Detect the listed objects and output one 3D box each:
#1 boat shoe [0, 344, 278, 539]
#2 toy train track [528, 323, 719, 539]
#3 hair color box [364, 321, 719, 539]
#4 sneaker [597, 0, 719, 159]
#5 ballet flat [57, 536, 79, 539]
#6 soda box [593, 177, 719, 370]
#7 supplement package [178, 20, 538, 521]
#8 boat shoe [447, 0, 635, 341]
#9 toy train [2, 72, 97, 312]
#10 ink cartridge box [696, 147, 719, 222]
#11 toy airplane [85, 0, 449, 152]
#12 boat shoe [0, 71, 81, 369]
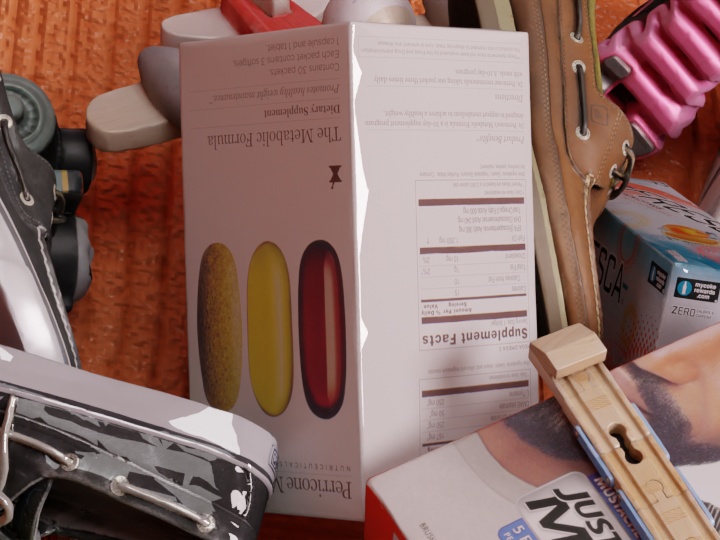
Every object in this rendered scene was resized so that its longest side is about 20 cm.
[{"bbox_3d":[-0.136,0.079,0.959,0.199,0.074,0.068,16,58,-2],"label":"boat shoe"},{"bbox_3d":[0.121,0.092,0.890,0.114,0.033,0.200,-20,54,-17],"label":"toy train track"},{"bbox_3d":[0.113,0.099,0.945,0.200,0.064,0.111,-23,53,-20],"label":"hair color box"},{"bbox_3d":[0.194,-0.137,1.242,0.079,0.200,0.095,52,37,-12],"label":"sneaker"},{"bbox_3d":[-0.144,0.099,1.034,0.199,0.067,0.067,-3,78,-18],"label":"ballet flat"},{"bbox_3d":[0.138,0.007,1.117,0.063,0.069,0.200,8,13,-14],"label":"soda box"},{"bbox_3d":[0.000,0.000,1.018,0.109,0.114,0.201,-2,90,-44],"label":"supplement package"},{"bbox_3d":[0.092,-0.054,1.072,0.068,0.072,0.201,-6,74,-12],"label":"boat shoe"},{"bbox_3d":[-0.216,-0.028,1.086,0.199,0.085,0.114,1,67,-21],"label":"toy train"},{"bbox_3d":[0.253,-0.026,1.239,0.144,0.084,0.200,27,50,1],"label":"ink cartridge box"},{"bbox_3d":[-0.012,-0.097,1.162,0.199,0.141,0.200,23,51,-1],"label":"toy airplane"},{"bbox_3d":[-0.158,-0.035,1.028,0.056,0.069,0.200,-19,77,-27],"label":"boat shoe"}]
